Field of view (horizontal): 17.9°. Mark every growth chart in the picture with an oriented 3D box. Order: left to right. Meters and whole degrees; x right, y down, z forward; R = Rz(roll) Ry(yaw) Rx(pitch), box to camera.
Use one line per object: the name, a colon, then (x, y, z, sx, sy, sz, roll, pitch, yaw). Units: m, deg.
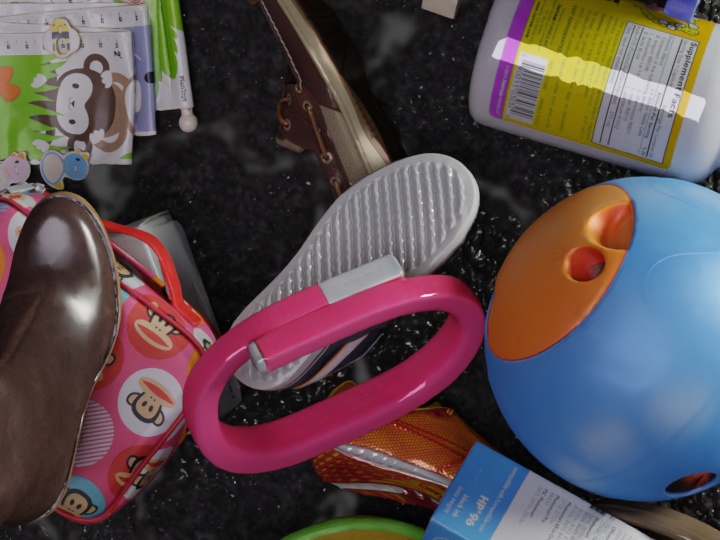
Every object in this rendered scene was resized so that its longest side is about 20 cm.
growth chart: (-0.205, -0.130, 1.565, 0.199, 0.018, 0.145, -11, 96, 14)

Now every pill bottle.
pill bottle: (0.176, -0.117, 1.445, 0.199, 0.104, 0.105, 18, 101, 8)

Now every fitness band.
fitness band: (-0.015, 0.061, 1.429, 0.199, 0.144, 0.037, -23, 56, -10)

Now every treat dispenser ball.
treat dispenser ball: (0.176, 0.042, 1.415, 0.200, 0.201, 0.202, 2, 98, 11)

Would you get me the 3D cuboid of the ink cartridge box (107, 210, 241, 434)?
ink cartridge box: (-0.200, 0.062, 1.555, 0.199, 0.085, 0.145, -20, 93, 12)

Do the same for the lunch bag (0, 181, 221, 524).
lunch bag: (-0.190, 0.043, 1.465, 0.200, 0.082, 0.176, 39, 101, 4)

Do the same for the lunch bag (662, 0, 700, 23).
lunch bag: (0.241, -0.242, 1.390, 0.094, 0.151, 0.201, 27, 101, 7)

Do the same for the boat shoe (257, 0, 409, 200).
boat shoe: (-0.027, -0.102, 1.507, 0.072, 0.072, 0.200, -27, 99, 15)

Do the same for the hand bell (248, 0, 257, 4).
hand bell: (-0.135, -0.253, 1.510, 0.104, 0.104, 0.200, -41, 99, 13)

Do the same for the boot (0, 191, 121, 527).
boot: (-0.195, 0.055, 1.346, 0.072, 0.166, 0.201, 6, 94, 6)

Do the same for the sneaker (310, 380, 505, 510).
sneaker: (0.066, 0.128, 1.517, 0.199, 0.073, 0.077, 24, 59, -6)

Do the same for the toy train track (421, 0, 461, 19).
toy train track: (0.081, -0.262, 1.481, 0.114, 0.033, 0.201, 20, 100, 8)

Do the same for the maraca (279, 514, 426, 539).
maraca: (-0.025, 0.228, 1.523, 0.199, 0.107, 0.138, -10, 114, 3)

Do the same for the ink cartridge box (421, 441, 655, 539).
ink cartridge box: (0.134, 0.204, 1.422, 0.199, 0.116, 0.068, 28, 58, 9)

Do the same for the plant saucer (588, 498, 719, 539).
plant saucer: (0.201, 0.212, 1.464, 0.200, 0.200, 0.030, 31, 59, 6)

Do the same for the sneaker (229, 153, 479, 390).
sneaker: (0.000, 0.000, 1.477, 0.200, 0.079, 0.079, -40, 75, 12)
